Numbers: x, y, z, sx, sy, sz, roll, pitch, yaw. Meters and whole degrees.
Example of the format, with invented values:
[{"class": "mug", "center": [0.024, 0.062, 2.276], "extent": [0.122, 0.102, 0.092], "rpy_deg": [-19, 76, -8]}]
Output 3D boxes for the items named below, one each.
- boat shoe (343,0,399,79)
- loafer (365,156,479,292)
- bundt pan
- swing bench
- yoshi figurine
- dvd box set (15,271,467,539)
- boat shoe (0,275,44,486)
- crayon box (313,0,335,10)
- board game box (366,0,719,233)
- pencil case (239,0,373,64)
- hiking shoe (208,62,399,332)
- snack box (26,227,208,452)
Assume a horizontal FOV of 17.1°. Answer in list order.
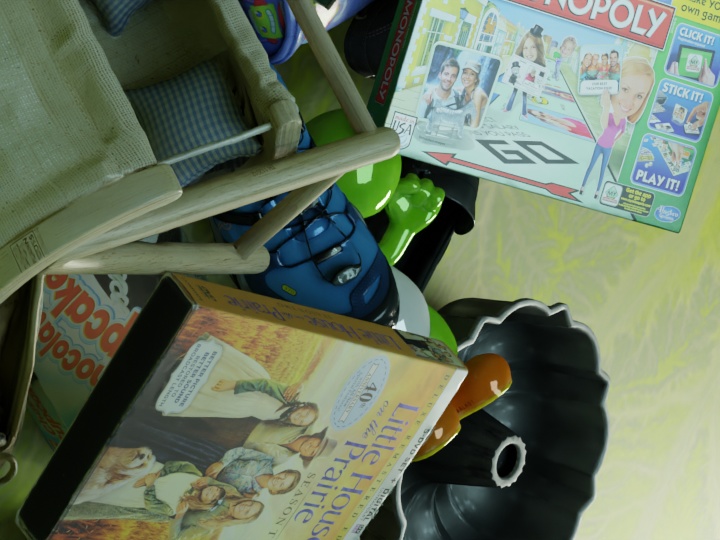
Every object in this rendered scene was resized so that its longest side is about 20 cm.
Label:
[{"class": "boat shoe", "center": [0.044, -0.154, 1.360], "extent": [0.200, 0.066, 0.070], "rpy_deg": [-56, 140, -54]}, {"class": "loafer", "center": [0.043, -0.044, 1.396], "extent": [0.201, 0.070, 0.068], "rpy_deg": [-58, 139, -17]}, {"class": "bundt pan", "center": [0.063, 0.106, 1.465], "extent": [0.201, 0.075, 0.204], "rpy_deg": [-20, 117, -43]}, {"class": "swing bench", "center": [-0.124, -0.096, 1.080], "extent": [0.199, 0.130, 0.200], "rpy_deg": [-13, 69, -46]}, {"class": "yoshi figurine", "center": [0.007, -0.004, 1.293], "extent": [0.112, 0.112, 0.201], "rpy_deg": [-33, 93, -5]}, {"class": "dvd box set", "center": [-0.053, 0.083, 1.161], "extent": [0.199, 0.029, 0.147], "rpy_deg": [16, 113, -48]}, {"class": "boat shoe", "center": [-0.194, 0.055, 1.149], "extent": [0.073, 0.063, 0.201], "rpy_deg": [1, 117, -28]}, {"class": "crayon box", "center": [-0.073, -0.220, 1.080], "extent": [0.199, 0.051, 0.127], "rpy_deg": [30, 45, -12]}, {"class": "board game box", "center": [0.106, -0.108, 1.284], "extent": [0.199, 0.029, 0.136], "rpy_deg": [14, 98, -28]}, {"class": "pencil case", "center": [-0.006, -0.185, 1.284], "extent": [0.200, 0.087, 0.078], "rpy_deg": [-37, 139, -35]}, {"class": "hiking shoe", "center": [-0.050, -0.046, 1.206], "extent": [0.074, 0.200, 0.087], "rpy_deg": [-34, 166, -12]}, {"class": "snack box", "center": [-0.142, 0.006, 1.236], "extent": [0.116, 0.037, 0.201], "rpy_deg": [-46, 133, -25]}]
